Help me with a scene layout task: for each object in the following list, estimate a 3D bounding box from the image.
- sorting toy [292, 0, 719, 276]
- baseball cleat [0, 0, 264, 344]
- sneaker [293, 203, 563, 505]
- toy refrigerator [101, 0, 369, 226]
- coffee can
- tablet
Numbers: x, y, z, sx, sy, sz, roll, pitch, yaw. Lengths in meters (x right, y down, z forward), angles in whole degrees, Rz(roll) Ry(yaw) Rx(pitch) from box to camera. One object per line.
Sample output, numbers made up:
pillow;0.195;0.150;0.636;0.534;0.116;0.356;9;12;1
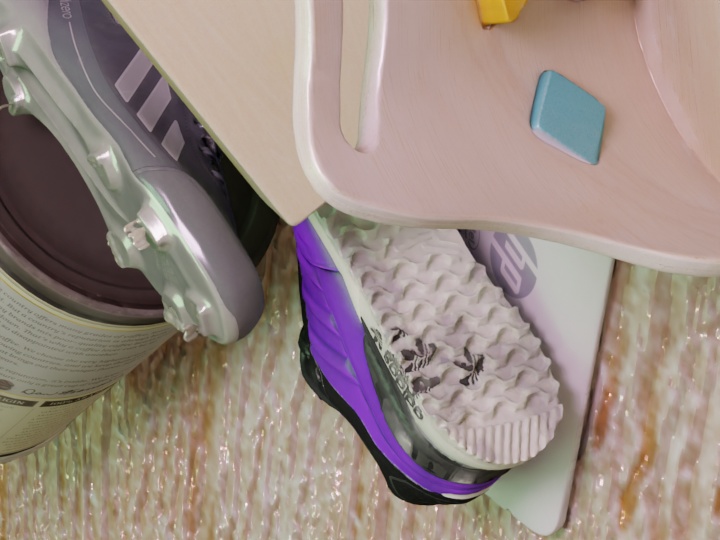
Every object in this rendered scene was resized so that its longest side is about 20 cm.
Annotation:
sorting toy;0.052;-0.093;0.864;0.107;0.180;0.201;13;110;51
baseball cleat;-0.069;-0.060;1.064;0.200;0.106;0.070;52;158;32
sneaker;0.000;0.000;1.055;0.201;0.069;0.100;68;153;19
toy refrigerator;-0.061;-0.118;0.953;0.200;0.076;0.070;51;178;-16
coffee can;-0.141;-0.014;1.214;0.200;0.146;0.147;-38;68;54
tablet;0.049;-0.014;1.050;0.130;0.014;0.201;39;131;44
